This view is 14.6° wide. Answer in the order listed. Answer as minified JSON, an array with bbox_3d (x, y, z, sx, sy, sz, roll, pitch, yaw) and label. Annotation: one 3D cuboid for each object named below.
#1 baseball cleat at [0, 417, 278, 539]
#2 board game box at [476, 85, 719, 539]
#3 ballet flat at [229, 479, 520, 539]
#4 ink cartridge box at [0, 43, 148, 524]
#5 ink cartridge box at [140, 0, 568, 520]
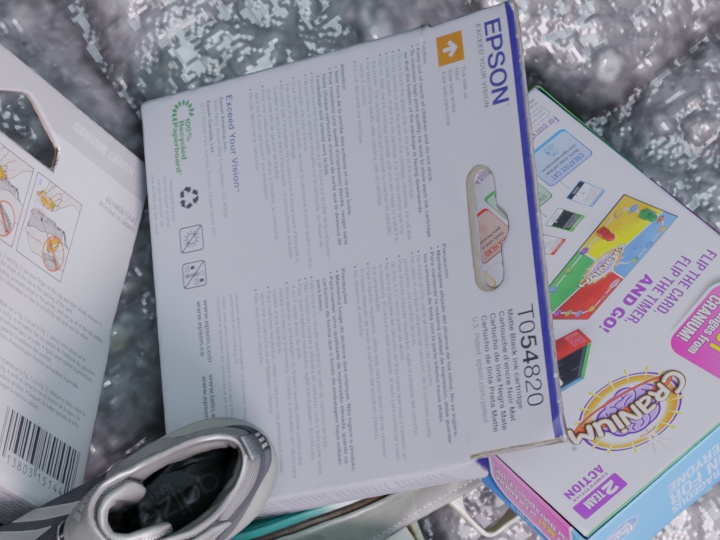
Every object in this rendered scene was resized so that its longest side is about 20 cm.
[{"bbox_3d":[-0.126,0.123,1.179,0.200,0.106,0.070,-39,83,1],"label":"baseball cleat"},{"bbox_3d":[0.091,0.024,1.261,0.153,0.040,0.200,-38,57,-15],"label":"board game box"},{"bbox_3d":[0.031,0.104,1.287,0.200,0.067,0.064,-28,100,-11],"label":"ballet flat"},{"bbox_3d":[-0.175,-0.006,1.206,0.045,0.200,0.176,-3,64,30],"label":"ink cartridge box"},{"bbox_3d":[0.000,0.000,1.234,0.200,0.041,0.200,-13,74,29],"label":"ink cartridge box"}]
